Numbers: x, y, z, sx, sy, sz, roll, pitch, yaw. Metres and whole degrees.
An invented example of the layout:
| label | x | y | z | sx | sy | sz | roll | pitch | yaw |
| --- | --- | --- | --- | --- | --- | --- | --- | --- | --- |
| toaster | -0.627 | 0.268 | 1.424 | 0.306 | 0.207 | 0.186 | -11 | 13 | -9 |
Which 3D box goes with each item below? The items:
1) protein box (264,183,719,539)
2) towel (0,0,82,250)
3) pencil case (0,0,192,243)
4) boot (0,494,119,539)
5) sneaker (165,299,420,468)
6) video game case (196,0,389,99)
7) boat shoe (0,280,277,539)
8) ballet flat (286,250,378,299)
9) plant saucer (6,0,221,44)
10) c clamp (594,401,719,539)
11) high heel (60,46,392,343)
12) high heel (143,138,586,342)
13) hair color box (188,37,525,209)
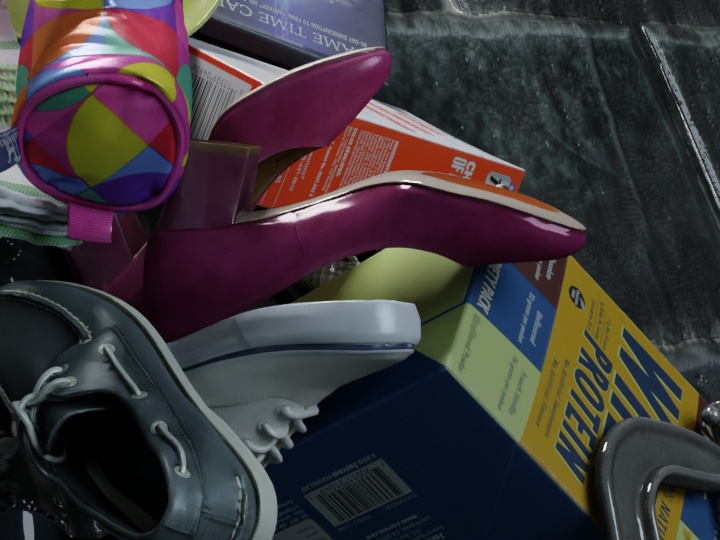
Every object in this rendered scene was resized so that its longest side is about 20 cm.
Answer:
| label | x | y | z | sx | sy | sz | roll | pitch | yaw |
| --- | --- | --- | --- | --- | --- | --- | --- | --- | --- |
| protein box | 0.048 | 0.105 | 1.072 | 0.200 | 0.198 | 0.135 | 45 | 38 | -21 |
| towel | -0.193 | -0.107 | 0.978 | 0.149 | 0.031 | 0.201 | 12 | 51 | -64 |
| pencil case | -0.119 | -0.108 | 1.005 | 0.088 | 0.088 | 0.201 | 38 | 29 | -29 |
| boot | -0.089 | 0.200 | 0.935 | 0.199 | 0.076 | 0.169 | 27 | 50 | -30 |
| sneaker | -0.052 | 0.062 | 0.982 | 0.073 | 0.199 | 0.071 | 5 | 71 | -50 |
| video game case | -0.050 | -0.204 | 1.295 | 0.142 | 0.019 | 0.201 | 18 | 50 | -26 |
| boat shoe | -0.116 | 0.060 | 0.942 | 0.200 | 0.073 | 0.062 | 39 | 16 | 37 |
| ballet flat | 0.042 | 0.037 | 1.180 | 0.200 | 0.046 | 0.067 | 37 | 23 | 12 |
| plant saucer | -0.160 | -0.190 | 1.131 | 0.199 | 0.031 | 0.201 | 15 | 58 | -24 |
| c clamp | 0.172 | 0.145 | 1.004 | 0.170 | 0.027 | 0.201 | 23 | 52 | -40 |
| high heel | -0.053 | -0.023 | 1.041 | 0.096 | 0.199 | 0.067 | 60 | 13 | 10 |
| high heel | 0.000 | 0.000 | 0.986 | 0.067 | 0.199 | 0.097 | -11 | 110 | -73 |
| hair color box | -0.017 | -0.064 | 1.185 | 0.199 | 0.064 | 0.111 | 12 | 13 | -46 |
